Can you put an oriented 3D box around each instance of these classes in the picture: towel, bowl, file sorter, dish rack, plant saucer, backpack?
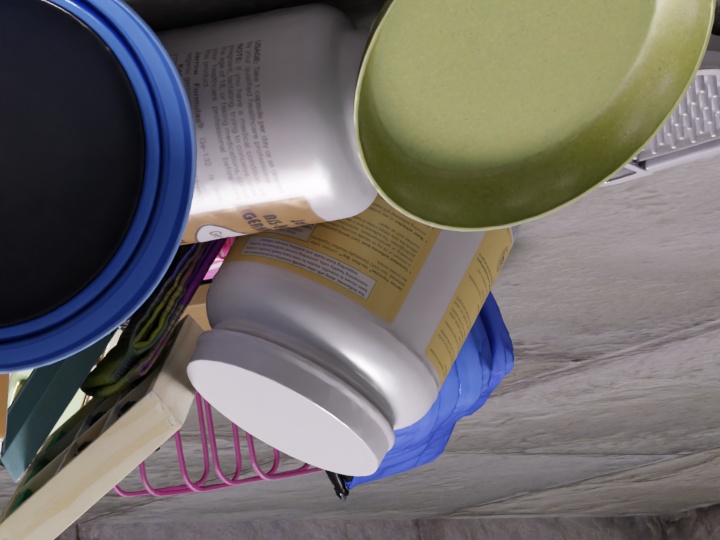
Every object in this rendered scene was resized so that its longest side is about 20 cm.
[{"bbox_3d":[-0.099,-0.017,1.336,0.023,0.201,0.144,33,162,-9],"label":"towel"},{"bbox_3d":[-0.178,-0.052,1.097,0.199,0.203,0.039,1,-172,-26],"label":"bowl"},{"bbox_3d":[-0.126,0.134,2.048,0.199,0.127,0.138,-12,174,41],"label":"file sorter"},{"bbox_3d":[0.167,-0.100,1.350,0.199,0.044,0.171,-14,164,38],"label":"dish rack"},{"bbox_3d":[0.080,-0.109,1.093,0.198,0.031,0.201,-18,136,-18],"label":"plant saucer"},{"bbox_3d":[0.030,0.055,1.752,0.167,0.163,0.200,-23,163,-16],"label":"backpack"},{"bbox_3d":[-0.163,0.033,1.356,0.019,0.201,0.070,29,-163,-18],"label":"plant saucer"}]

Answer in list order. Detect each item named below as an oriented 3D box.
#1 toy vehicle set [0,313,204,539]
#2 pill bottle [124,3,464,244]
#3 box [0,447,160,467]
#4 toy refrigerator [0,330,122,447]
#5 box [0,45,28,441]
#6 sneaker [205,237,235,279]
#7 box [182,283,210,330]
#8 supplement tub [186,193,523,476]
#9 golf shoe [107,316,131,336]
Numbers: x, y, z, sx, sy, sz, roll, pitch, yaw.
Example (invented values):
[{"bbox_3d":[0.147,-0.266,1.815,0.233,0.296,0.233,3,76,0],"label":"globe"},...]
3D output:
[{"bbox_3d":[-0.148,0.095,1.331,0.124,0.027,0.200,-41,-173,8],"label":"toy vehicle set"},{"bbox_3d":[-0.043,-0.080,1.192,0.198,0.116,0.114,-9,167,16],"label":"pill bottle"},{"bbox_3d":[-0.231,0.058,1.664,0.123,0.150,0.200,-7,167,4],"label":"box"},{"bbox_3d":[-0.195,0.026,1.458,0.075,0.070,0.201,6,126,-24],"label":"toy refrigerator"},{"bbox_3d":[-0.246,-0.019,1.147,0.123,0.202,0.097,1,-174,-27],"label":"box"},{"bbox_3d":[-0.086,-0.029,1.488,0.198,0.082,0.088,-6,172,28],"label":"sneaker"},{"bbox_3d":[-0.128,0.038,1.906,0.198,0.021,0.163,-9,167,21],"label":"box"},{"bbox_3d":[0.000,0.000,1.287,0.144,0.201,0.146,25,160,10],"label":"supplement tub"},{"bbox_3d":[-0.167,-0.012,1.284,0.077,0.095,0.200,30,164,-19],"label":"golf shoe"}]
